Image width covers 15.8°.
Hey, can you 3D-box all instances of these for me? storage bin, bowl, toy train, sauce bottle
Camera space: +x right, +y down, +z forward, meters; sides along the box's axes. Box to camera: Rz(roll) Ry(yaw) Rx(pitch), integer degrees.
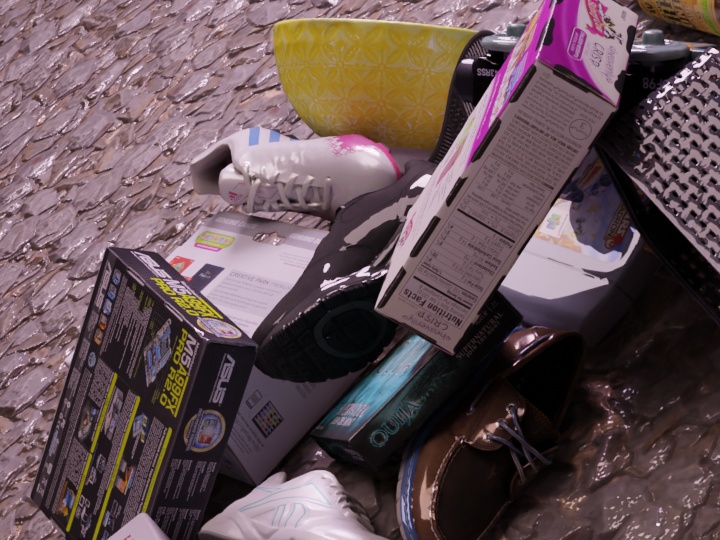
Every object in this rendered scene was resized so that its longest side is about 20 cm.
[{"bbox_3d":[0.238,-0.017,1.513,0.094,0.135,0.200,-38,54,-2],"label":"storage bin"},{"bbox_3d":[0.027,-0.126,1.970,0.199,0.199,0.109,4,88,50],"label":"bowl"},{"bbox_3d":[0.161,-0.119,1.669,0.199,0.086,0.114,7,14,37],"label":"toy train"},{"bbox_3d":[0.244,-0.213,1.929,0.065,0.065,0.200,-44,27,-12],"label":"sauce bottle"}]

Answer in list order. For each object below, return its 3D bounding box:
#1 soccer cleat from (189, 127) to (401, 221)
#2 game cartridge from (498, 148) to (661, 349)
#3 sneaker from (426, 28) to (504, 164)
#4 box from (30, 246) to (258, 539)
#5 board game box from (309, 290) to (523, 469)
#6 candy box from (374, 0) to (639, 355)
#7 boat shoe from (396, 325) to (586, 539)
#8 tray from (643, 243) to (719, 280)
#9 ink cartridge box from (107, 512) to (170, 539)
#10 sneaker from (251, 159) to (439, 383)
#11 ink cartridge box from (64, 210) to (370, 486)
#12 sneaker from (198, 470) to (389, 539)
[{"bbox_3d":[-0.051,-0.063,1.914,0.086,0.070,0.199,-20,18,-33],"label":"soccer cleat"},{"bbox_3d":[0.156,-0.053,1.738,0.133,0.041,0.201,19,77,40],"label":"game cartridge"},{"bbox_3d":[0.107,-0.076,1.865,0.084,0.120,0.201,47,125,45],"label":"sneaker"},{"bbox_3d":[-0.153,0.106,1.785,0.160,0.044,0.201,37,114,50],"label":"box"},{"bbox_3d":[0.033,0.070,1.697,0.135,0.028,0.200,-46,5,-8],"label":"board game box"},{"bbox_3d":[0.090,-0.065,1.570,0.201,0.061,0.137,-57,6,30],"label":"candy box"},{"bbox_3d":[0.085,0.103,1.626,0.072,0.072,0.201,-21,31,42],"label":"boat shoe"},{"bbox_3d":[0.267,-0.087,1.666,0.098,0.037,0.201,17,80,48],"label":"tray"},{"bbox_3d":[-0.147,0.264,1.646,0.145,0.084,0.200,-38,28,-2],"label":"ink cartridge box"},{"bbox_3d":[0.000,0.000,1.788,0.199,0.076,0.091,-37,44,-12],"label":"sneaker"},{"bbox_3d":[-0.091,0.051,1.895,0.176,0.084,0.199,-46,30,-19],"label":"ink cartridge box"},{"bbox_3d":[-0.025,0.166,1.670,0.080,0.071,0.200,-47,29,-24],"label":"sneaker"}]
